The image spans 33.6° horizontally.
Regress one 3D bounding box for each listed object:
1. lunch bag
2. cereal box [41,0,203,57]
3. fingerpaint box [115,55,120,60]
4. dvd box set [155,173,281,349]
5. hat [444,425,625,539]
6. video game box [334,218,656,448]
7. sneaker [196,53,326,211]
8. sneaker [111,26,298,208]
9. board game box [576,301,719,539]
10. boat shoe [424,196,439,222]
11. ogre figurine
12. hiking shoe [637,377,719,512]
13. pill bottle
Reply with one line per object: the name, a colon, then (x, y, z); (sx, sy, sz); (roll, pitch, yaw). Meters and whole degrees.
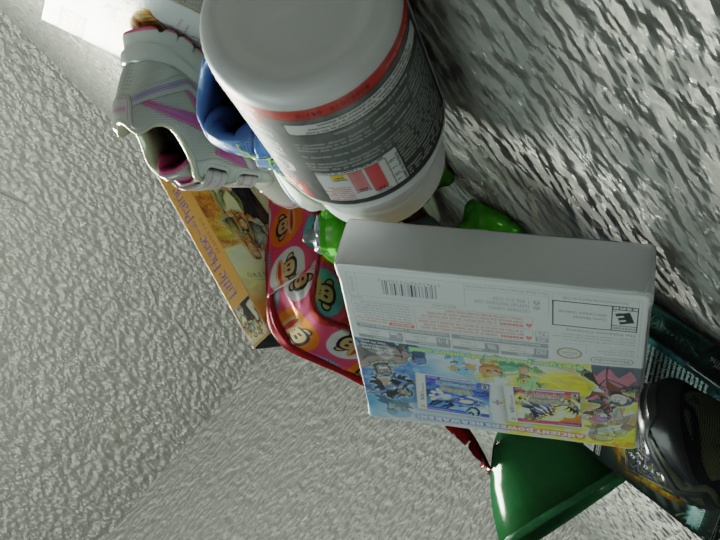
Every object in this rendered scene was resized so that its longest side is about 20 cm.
lunch bag: (0.000, 0.000, 1.085); (0.175, 0.082, 0.202); (27, -135, -33)
cereal box: (-0.138, -0.185, 0.902); (0.198, 0.040, 0.144); (23, 164, -14)
fingerpaint box: (-0.179, -0.214, 1.182); (0.200, 0.073, 0.167); (34, 170, 46)
dvd box set: (-0.093, -0.021, 1.121); (0.146, 0.029, 0.201); (-2, -125, -53)
hat: (0.134, 0.138, 1.051); (0.177, 0.165, 0.200); (58, 174, 18)
video game box: (0.093, 0.046, 0.801); (0.198, 0.047, 0.183); (6, 141, 13)
sneaker: (-0.069, -0.099, 0.828); (0.075, 0.105, 0.201); (17, 142, 29)
sneaker: (-0.118, -0.096, 0.920); (0.199, 0.089, 0.081); (35, 158, -34)
board game box: (0.225, 0.109, 0.873); (0.135, 0.028, 0.201); (38, 154, 28)
boat shoe: (0.008, -0.096, 1.021); (0.200, 0.072, 0.062); (39, -140, -45)
ogre figurine: (0.046, -0.021, 0.929); (0.200, 0.120, 0.098); (43, 173, -18)
hiking shoe: (0.260, 0.112, 0.734); (0.199, 0.076, 0.101); (31, 134, -22)
pill bottle: (-0.011, -0.107, 0.719); (0.116, 0.116, 0.200); (38, 173, 24)
